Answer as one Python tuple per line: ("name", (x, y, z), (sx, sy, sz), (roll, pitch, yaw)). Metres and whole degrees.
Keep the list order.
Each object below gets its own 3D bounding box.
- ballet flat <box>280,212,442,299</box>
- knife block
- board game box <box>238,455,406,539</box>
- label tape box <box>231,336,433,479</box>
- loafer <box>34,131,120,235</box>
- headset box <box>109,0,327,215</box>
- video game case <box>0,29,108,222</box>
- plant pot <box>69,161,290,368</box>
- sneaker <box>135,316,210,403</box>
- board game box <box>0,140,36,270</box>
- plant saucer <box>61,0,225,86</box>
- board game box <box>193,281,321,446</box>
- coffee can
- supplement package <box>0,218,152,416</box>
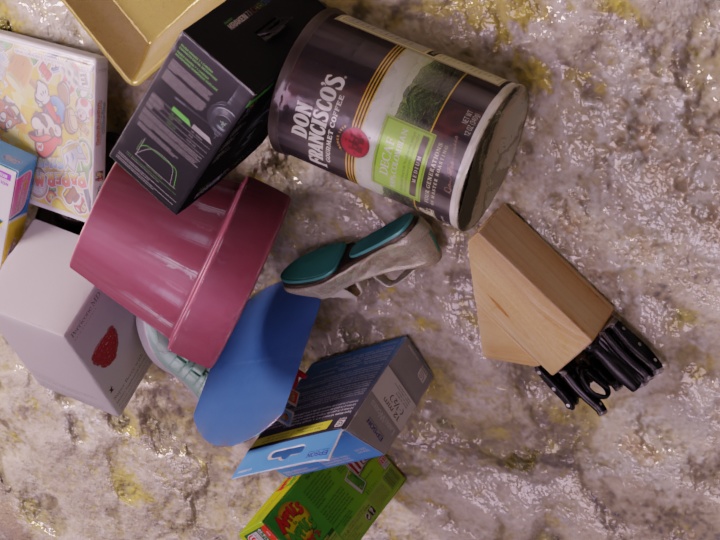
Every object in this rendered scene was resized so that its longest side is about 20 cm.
("ballet flat", (0.000, 0.000, 1.703), (0.200, 0.067, 0.062), (-20, 118, 40))
("knife block", (0.204, 0.042, 1.601), (0.175, 0.064, 0.200), (7, 123, 28))
("board game box", (-0.039, 0.261, 1.812), (0.102, 0.200, 0.048), (49, 133, -6))
("label tape box", (-0.028, 0.165, 1.739), (0.143, 0.200, 0.066), (-18, 116, 39))
("loafer", (-0.324, -0.081, 1.848), (0.073, 0.071, 0.200), (42, 133, 1))
("headset box", (-0.126, -0.180, 1.584), (0.093, 0.174, 0.200), (41, 132, 2))
("video game case", (-0.353, -0.161, 1.791), (0.200, 0.023, 0.182), (18, 113, 34))
("plant pot", (-0.192, -0.023, 1.687), (0.179, 0.200, 0.200), (24, 133, -6))
("sneaker", (-0.162, 0.100, 1.865), (0.118, 0.074, 0.201), (-13, 123, 45))
("board game box", (-0.449, -0.067, 1.827), (0.153, 0.040, 0.200), (25, 125, 8))
("plant saucer", (-0.224, -0.313, 1.640), (0.200, 0.048, 0.200), (-32, 100, 42))
("board game box", (-0.101, 0.107, 1.774), (0.039, 0.200, 0.158), (36, 150, -33))
("coffee can", (0.036, -0.141, 1.525), (0.200, 0.146, 0.147), (24, 130, 16))
("supplement package", (-0.320, 0.056, 1.857), (0.120, 0.121, 0.200), (19, 155, 22))
